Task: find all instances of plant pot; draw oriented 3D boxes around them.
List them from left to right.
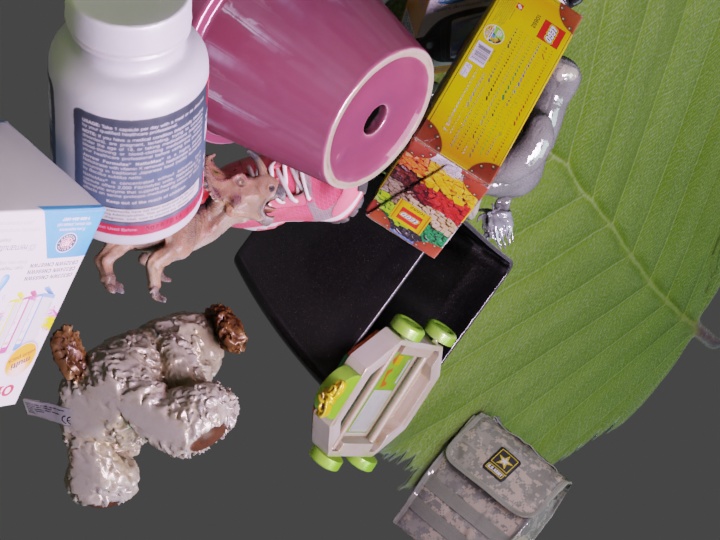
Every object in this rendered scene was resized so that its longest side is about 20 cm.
[{"bbox_3d":[-0.046,-0.166,1.382,0.200,0.179,0.201,-39,151,-27],"label":"plant pot"},{"bbox_3d":[0.000,0.000,1.674,0.201,0.177,0.199,-52,155,2],"label":"plant pot"}]

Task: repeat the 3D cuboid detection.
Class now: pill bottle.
[{"bbox_3d":[-0.171,-0.129,1.287,0.119,0.119,0.201,-34,150,-33],"label":"pill bottle"}]

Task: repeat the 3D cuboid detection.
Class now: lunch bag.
[{"bbox_3d":[0.171,0.314,2.378,0.201,0.164,0.117,-54,158,3],"label":"lunch bag"}]

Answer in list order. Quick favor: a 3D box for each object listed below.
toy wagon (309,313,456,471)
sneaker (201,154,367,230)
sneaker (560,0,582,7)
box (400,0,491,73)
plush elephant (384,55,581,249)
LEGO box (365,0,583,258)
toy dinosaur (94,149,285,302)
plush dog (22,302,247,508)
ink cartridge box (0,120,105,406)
[{"bbox_3d":[0.008,0.110,1.580,0.156,0.039,0.199,-58,153,10],"label":"toy wagon"},{"bbox_3d":[-0.073,-0.067,1.492,0.086,0.075,0.199,-7,175,-42],"label":"sneaker"},{"bbox_3d":[0.212,-0.349,1.690,0.075,0.087,0.202,-24,141,-42],"label":"sneaker"},{"bbox_3d":[0.102,-0.240,1.573,0.118,0.042,0.200,-11,165,-12],"label":"box"},{"bbox_3d":[0.098,-0.123,1.696,0.154,0.164,0.202,1,103,-38],"label":"plush elephant"},{"bbox_3d":[0.097,-0.134,1.504,0.201,0.077,0.149,-60,-178,-27],"label":"LEGO box"},{"bbox_3d":[-0.175,-0.054,1.425,0.198,0.086,0.137,13,103,-37],"label":"toy dinosaur"},{"bbox_3d":[-0.191,0.097,1.565,0.199,0.161,0.172,-34,-179,32],"label":"plush dog"},{"bbox_3d":[-0.298,0.008,1.243,0.128,0.125,0.201,-6,128,-57],"label":"ink cartridge box"}]
